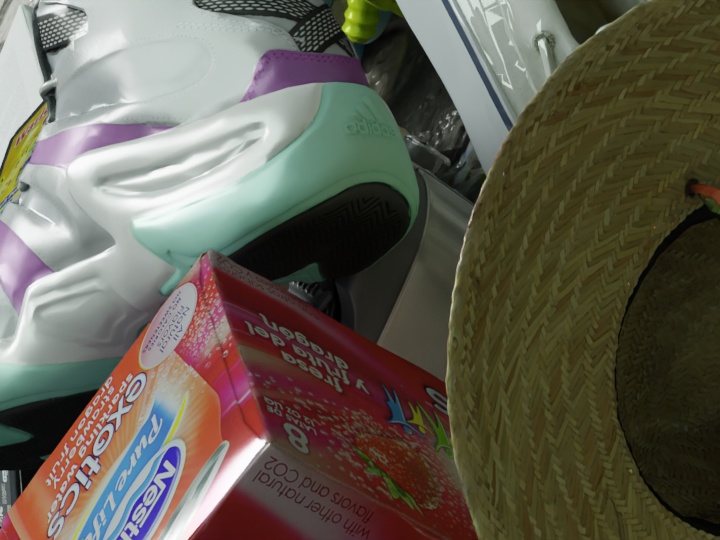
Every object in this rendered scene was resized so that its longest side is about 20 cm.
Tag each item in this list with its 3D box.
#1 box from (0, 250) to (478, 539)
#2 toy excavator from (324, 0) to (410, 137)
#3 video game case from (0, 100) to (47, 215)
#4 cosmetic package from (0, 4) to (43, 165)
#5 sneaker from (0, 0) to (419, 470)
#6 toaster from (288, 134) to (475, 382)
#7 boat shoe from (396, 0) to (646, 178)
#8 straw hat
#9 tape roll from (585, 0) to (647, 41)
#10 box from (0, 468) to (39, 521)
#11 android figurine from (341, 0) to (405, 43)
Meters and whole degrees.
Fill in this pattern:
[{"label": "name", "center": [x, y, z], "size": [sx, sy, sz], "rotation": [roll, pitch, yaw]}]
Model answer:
[{"label": "box", "center": [0.017, 0.096, 0.539], "size": [0.100, 0.200, 0.096], "rotation": [-51, 28, 15]}, {"label": "toy excavator", "center": [-0.017, -0.114, 0.939], "size": [0.194, 0.099, 0.201], "rotation": [14, 89, 60]}, {"label": "video game case", "center": [-0.082, -0.045, 0.750], "size": [0.200, 0.025, 0.181], "rotation": [-40, 26, 33]}, {"label": "cosmetic package", "center": [-0.184, -0.018, 1.099], "size": [0.201, 0.051, 0.151], "rotation": [-64, 23, 21]}, {"label": "sneaker", "center": [-0.075, -0.034, 0.617], "size": [0.200, 0.078, 0.141], "rotation": [-33, 64, 31]}, {"label": "toaster", "center": [0.003, 0.064, 0.661], "size": [0.201, 0.129, 0.114], "rotation": [-63, 26, 1]}, {"label": "boat shoe", "center": [0.084, -0.055, 0.631], "size": [0.086, 0.074, 0.203], "rotation": [-39, 71, 35]}, {"label": "straw hat", "center": [0.094, 0.022, 0.518], "size": [0.202, 0.200, 0.085], "rotation": [-65, 20, -12]}, {"label": "tape roll", "center": [0.113, -0.135, 0.746], "size": [0.202, 0.071, 0.203], "rotation": [-40, 34, 33]}, {"label": "box", "center": [-0.149, 0.130, 0.848], "size": [0.161, 0.049, 0.201], "rotation": [-7, 88, 55]}, {"label": "android figurine", "center": [0.035, -0.184, 0.828], "size": [0.041, 0.181, 0.201], "rotation": [36, 128, 37]}]
